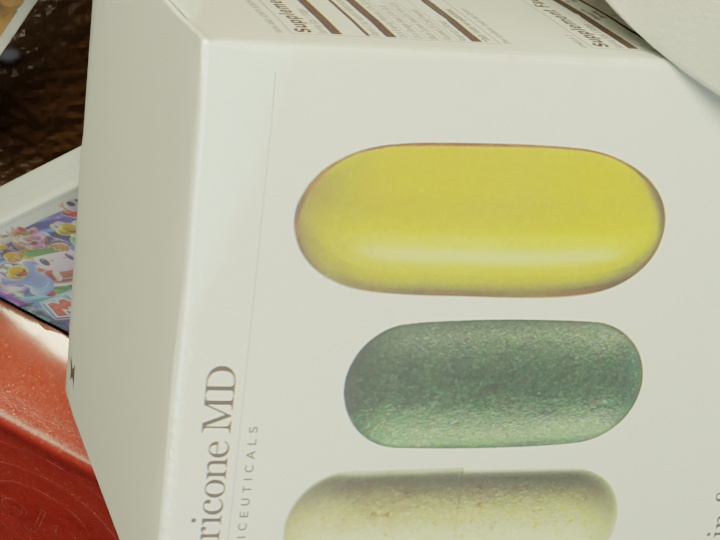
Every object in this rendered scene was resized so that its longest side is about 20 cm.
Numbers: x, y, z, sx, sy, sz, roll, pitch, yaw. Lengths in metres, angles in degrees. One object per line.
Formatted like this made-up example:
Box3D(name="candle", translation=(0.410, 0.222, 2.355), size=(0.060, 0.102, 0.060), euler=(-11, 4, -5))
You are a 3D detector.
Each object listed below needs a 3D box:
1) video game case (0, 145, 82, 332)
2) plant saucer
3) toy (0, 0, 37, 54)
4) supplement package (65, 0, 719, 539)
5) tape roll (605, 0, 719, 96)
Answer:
Box3D(name="video game case", translation=(-0.037, 0.008, 0.693), size=(0.142, 0.018, 0.199), euler=(-21, 143, 34))
Box3D(name="plant saucer", translation=(-0.129, 0.095, 0.785), size=(0.198, 0.037, 0.200), euler=(29, 146, 2))
Box3D(name="toy", translation=(-0.112, -0.114, 0.517), size=(0.115, 0.047, 0.200), euler=(23, 117, -41))
Box3D(name="supplement package", translation=(0.028, -0.005, 0.541), size=(0.198, 0.151, 0.153), euler=(1, 109, -18))
Box3D(name="tape roll", translation=(0.152, -0.143, 0.462), size=(0.201, 0.204, 0.140), euler=(1, 145, -17))
